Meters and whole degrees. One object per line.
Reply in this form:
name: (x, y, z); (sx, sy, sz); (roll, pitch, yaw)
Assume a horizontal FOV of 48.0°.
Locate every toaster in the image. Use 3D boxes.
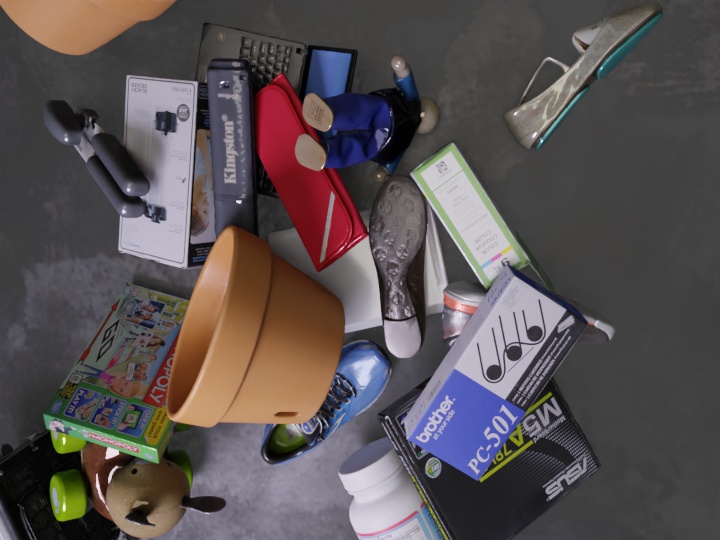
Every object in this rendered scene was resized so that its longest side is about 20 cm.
toaster: (-0.396, 0.308, 0.981); (0.116, 0.181, 0.204); (-23, 96, 17)

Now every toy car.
toy car: (-0.240, 0.229, 0.904); (0.161, 0.198, 0.162); (-3, 103, -36)

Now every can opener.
can opener: (-0.300, -0.127, 0.915); (0.200, 0.065, 0.054); (43, 125, 35)

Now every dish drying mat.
dish drying mat: (-0.064, -0.105, 0.856); (0.076, 0.018, 0.203); (-35, 75, 30)

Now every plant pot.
plant pot: (-0.302, -0.330, 0.865); (0.139, 0.200, 0.202); (-34, 93, 28)
plant pot: (-0.105, 0.072, 0.848); (0.137, 0.200, 0.204); (19, 103, -20)

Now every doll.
doll: (0.021, -0.156, 0.839); (0.048, 0.198, 0.140); (30, 120, 32)

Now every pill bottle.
pill bottle: (0.053, 0.305, 0.945); (0.107, 0.109, 0.204); (-26, 94, 12)

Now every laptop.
laptop: (-0.108, -0.169, 0.896); (0.195, 0.103, 0.182); (13, 100, 4)

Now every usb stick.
usb stick: (-0.139, -0.125, 0.881); (0.054, 0.033, 0.206); (7, 109, 20)

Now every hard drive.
hard drive: (0.000, 0.000, 0.946); (0.195, 0.027, 0.135); (-12, 97, 10)

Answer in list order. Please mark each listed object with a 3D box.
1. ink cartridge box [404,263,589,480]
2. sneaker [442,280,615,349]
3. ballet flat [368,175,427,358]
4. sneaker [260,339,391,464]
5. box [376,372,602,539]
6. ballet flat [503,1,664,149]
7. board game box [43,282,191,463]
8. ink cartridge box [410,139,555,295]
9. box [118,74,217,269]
ink cartridge box: (0.135, 0.106, 0.825); (0.093, 0.044, 0.203); (29, 104, -10)
sneaker: (0.176, 0.066, 0.877); (0.194, 0.077, 0.084); (10, 101, -6)
ballet flat: (0.047, -0.004, 0.898); (0.065, 0.046, 0.206); (-2, 103, 14)
sneaker: (-0.041, 0.163, 0.946); (0.200, 0.089, 0.079); (-44, 92, 13)
box: (0.145, 0.192, 0.906); (0.197, 0.047, 0.196); (-31, 92, -14)
ballet flat: (0.231, -0.218, 0.857); (0.062, 0.067, 0.200); (45, 102, 9)
board game box: (-0.251, 0.110, 0.924); (0.131, 0.202, 0.030); (14, 136, 5)
ink cartridge box: (0.134, -0.042, 0.879); (0.059, 0.104, 0.202); (-34, 93, 12)
box: (-0.214, -0.114, 0.924); (0.114, 0.060, 0.206); (11, 101, 31)
